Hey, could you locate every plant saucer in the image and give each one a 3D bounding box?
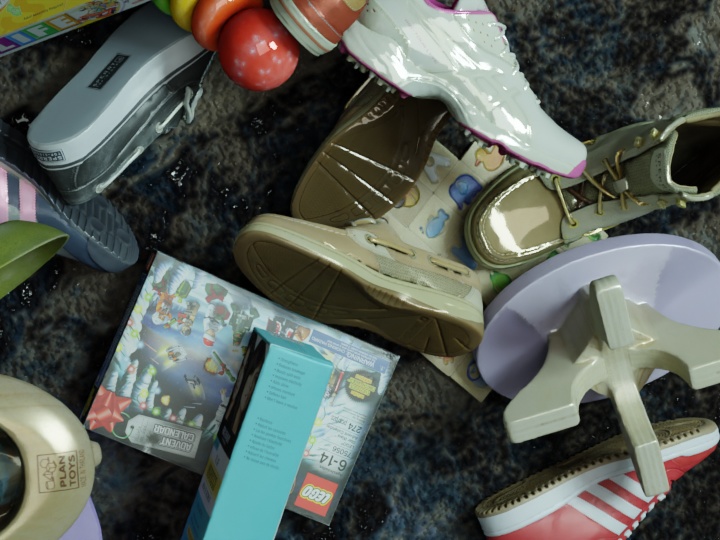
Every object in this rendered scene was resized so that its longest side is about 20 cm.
[{"bbox_3d":[-0.279,0.023,1.000,0.199,0.200,0.031,-35,92,-10],"label":"plant saucer"}]

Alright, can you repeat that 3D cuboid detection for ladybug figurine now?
[{"bbox_3d":[-0.266,0.130,0.986,0.198,0.072,0.137,-3,94,-13],"label":"ladybug figurine"}]

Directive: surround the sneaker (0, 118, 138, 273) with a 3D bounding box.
[{"bbox_3d":[-0.251,-0.048,1.080,0.200,0.070,0.082,37,112,-17],"label":"sneaker"}]

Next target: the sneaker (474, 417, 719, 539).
[{"bbox_3d":[0.198,0.195,1.191,0.199,0.071,0.113,-23,94,-4],"label":"sneaker"}]

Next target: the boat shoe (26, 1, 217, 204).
[{"bbox_3d":[-0.147,-0.125,1.083,0.200,0.073,0.068,-54,140,-31],"label":"boat shoe"}]

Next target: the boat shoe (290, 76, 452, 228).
[{"bbox_3d":[0.022,-0.108,1.137,0.071,0.065,0.200,39,100,-19],"label":"boat shoe"}]

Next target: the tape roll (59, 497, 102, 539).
[{"bbox_3d":[-0.279,0.195,1.066,0.198,0.085,0.202,-1,94,-14],"label":"tape roll"}]

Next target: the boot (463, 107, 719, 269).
[{"bbox_3d":[0.182,-0.062,1.124,0.199,0.155,0.073,-25,97,-16],"label":"boot"}]

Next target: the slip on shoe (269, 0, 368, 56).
[{"bbox_3d":[-0.027,-0.211,1.055,0.061,0.200,0.074,-39,116,16],"label":"slip on shoe"}]

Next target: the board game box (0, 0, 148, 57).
[{"bbox_3d":[-0.221,-0.222,1.023,0.199,0.034,0.135,-18,79,15],"label":"board game box"}]

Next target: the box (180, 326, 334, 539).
[{"bbox_3d":[-0.080,0.146,1.074,0.049,0.082,0.201,19,92,-13],"label":"box"}]

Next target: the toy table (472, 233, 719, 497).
[{"bbox_3d":[0.187,0.059,1.125,0.199,0.117,0.184,-28,118,7],"label":"toy table"}]

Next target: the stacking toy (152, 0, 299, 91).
[{"bbox_3d":[-0.114,-0.195,1.039,0.085,0.085,0.200,-36,67,-9],"label":"stacking toy"}]

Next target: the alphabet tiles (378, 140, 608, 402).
[{"bbox_3d":[0.094,-0.004,1.188,0.200,0.006,0.167,40,84,-13],"label":"alphabet tiles"}]

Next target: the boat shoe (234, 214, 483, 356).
[{"bbox_3d":[0.000,0.000,1.110,0.199,0.071,0.065,24,52,-25],"label":"boat shoe"}]

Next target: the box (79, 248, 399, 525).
[{"bbox_3d":[-0.088,0.086,1.130,0.199,0.040,0.138,23,88,-14],"label":"box"}]

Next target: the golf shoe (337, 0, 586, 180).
[{"bbox_3d":[0.083,-0.137,1.061,0.199,0.075,0.092,31,97,-12],"label":"golf shoe"}]
